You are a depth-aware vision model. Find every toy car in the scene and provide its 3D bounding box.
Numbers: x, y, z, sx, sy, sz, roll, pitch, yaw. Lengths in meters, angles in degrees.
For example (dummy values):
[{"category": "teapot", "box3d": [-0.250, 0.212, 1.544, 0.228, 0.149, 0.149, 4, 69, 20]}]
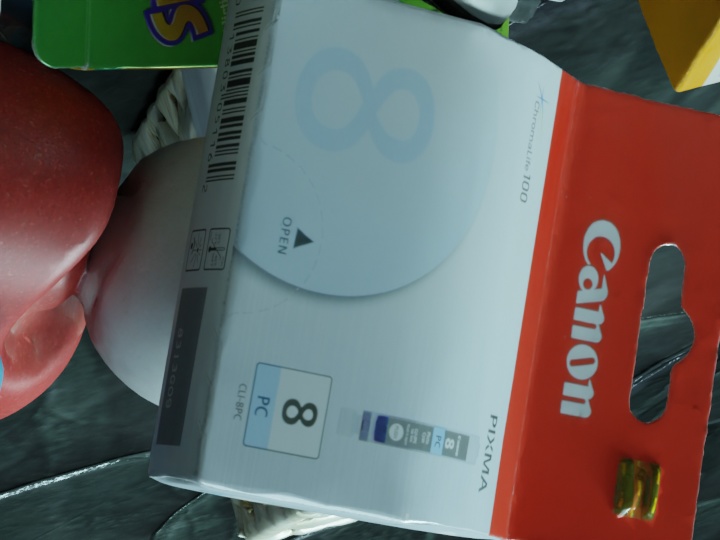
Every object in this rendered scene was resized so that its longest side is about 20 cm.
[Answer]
[{"category": "toy car", "box3d": [-0.077, 0.004, 1.006, 0.200, 0.185, 0.177, 15, 155, -9]}]

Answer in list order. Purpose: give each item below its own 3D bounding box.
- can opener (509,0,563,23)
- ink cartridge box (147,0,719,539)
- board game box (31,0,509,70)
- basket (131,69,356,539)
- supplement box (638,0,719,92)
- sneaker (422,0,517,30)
[{"category": "can opener", "box3d": [0.011, -0.127, 1.068, 0.200, 0.053, 0.067, -1, 121, -50]}, {"category": "ink cartridge box", "box3d": [0.041, 0.006, 0.953, 0.200, 0.160, 0.047, 12, 173, -23]}, {"category": "board game box", "box3d": [-0.028, -0.115, 0.966, 0.200, 0.096, 0.030, -5, -170, -43]}, {"category": "basket", "box3d": [0.000, 0.000, 1.191, 0.135, 0.200, 0.123, -11, 168, -23]}, {"category": "supplement box", "box3d": [0.215, -0.148, 1.160, 0.200, 0.074, 0.126, -15, 163, -14]}, {"category": "sneaker", "box3d": [0.011, -0.168, 0.913, 0.116, 0.076, 0.200, -52, 138, 0]}]
